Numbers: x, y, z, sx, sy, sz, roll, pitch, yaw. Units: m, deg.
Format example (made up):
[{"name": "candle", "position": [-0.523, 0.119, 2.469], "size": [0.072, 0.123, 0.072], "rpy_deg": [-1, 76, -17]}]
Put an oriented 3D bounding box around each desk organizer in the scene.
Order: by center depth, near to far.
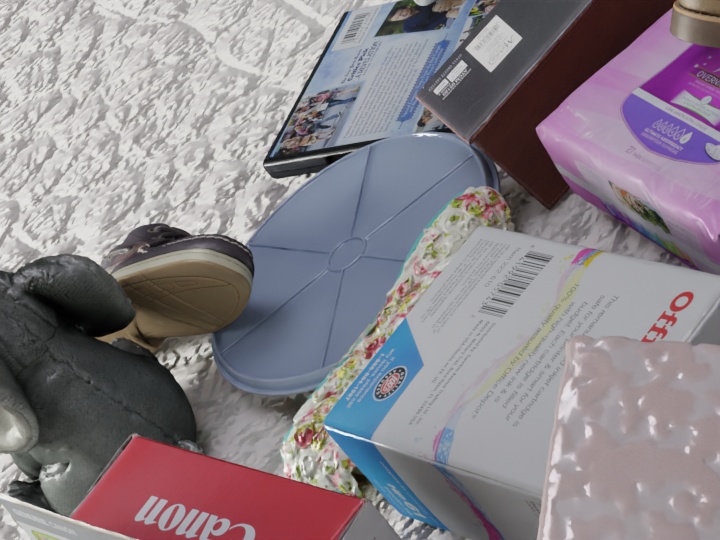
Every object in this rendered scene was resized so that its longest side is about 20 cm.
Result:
[{"name": "desk organizer", "position": [0.134, -0.139, 1.700], "size": [0.200, 0.077, 0.072], "rpy_deg": [-48, 35, 3]}]

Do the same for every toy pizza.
[{"name": "toy pizza", "position": [0.000, 0.000, 1.738], "size": [0.200, 0.032, 0.201], "rpy_deg": [-28, 33, 20]}]

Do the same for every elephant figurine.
[{"name": "elephant figurine", "position": [-0.193, 0.052, 1.705], "size": [0.155, 0.200, 0.142], "rpy_deg": [-28, 32, 16]}]

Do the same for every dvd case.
[{"name": "dvd case", "position": [0.042, -0.123, 1.866], "size": [0.199, 0.018, 0.143], "rpy_deg": [-7, 44, 40]}]

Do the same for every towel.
[{"name": "towel", "position": [0.170, 0.120, 1.239], "size": [0.199, 0.032, 0.192], "rpy_deg": [5, 59, 8]}]

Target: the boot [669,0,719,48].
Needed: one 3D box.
[{"name": "boot", "position": [0.262, -0.150, 1.547], "size": [0.199, 0.076, 0.074], "rpy_deg": [4, 17, 2]}]

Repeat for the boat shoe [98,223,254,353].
[{"name": "boat shoe", "position": [-0.118, 0.004, 1.771], "size": [0.200, 0.072, 0.065], "rpy_deg": [-30, 38, 60]}]

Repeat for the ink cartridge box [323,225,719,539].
[{"name": "ink cartridge box", "position": [0.101, 0.067, 1.497], "size": [0.145, 0.085, 0.200], "rpy_deg": [-50, 32, -18]}]

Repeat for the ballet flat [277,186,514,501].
[{"name": "ballet flat", "position": [0.035, 0.046, 1.611], "size": [0.064, 0.076, 0.200], "rpy_deg": [23, 75, 49]}]

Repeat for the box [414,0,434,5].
[{"name": "box", "position": [0.072, -0.315, 1.917], "size": [0.199, 0.172, 0.200], "rpy_deg": [-31, 24, 13]}]

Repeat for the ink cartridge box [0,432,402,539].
[{"name": "ink cartridge box", "position": [-0.056, 0.151, 1.461], "size": [0.200, 0.176, 0.084], "rpy_deg": [11, 56, 51]}]

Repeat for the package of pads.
[{"name": "package of pads", "position": [0.192, -0.065, 1.581], "size": [0.120, 0.076, 0.200], "rpy_deg": [-42, 32, -7]}]
